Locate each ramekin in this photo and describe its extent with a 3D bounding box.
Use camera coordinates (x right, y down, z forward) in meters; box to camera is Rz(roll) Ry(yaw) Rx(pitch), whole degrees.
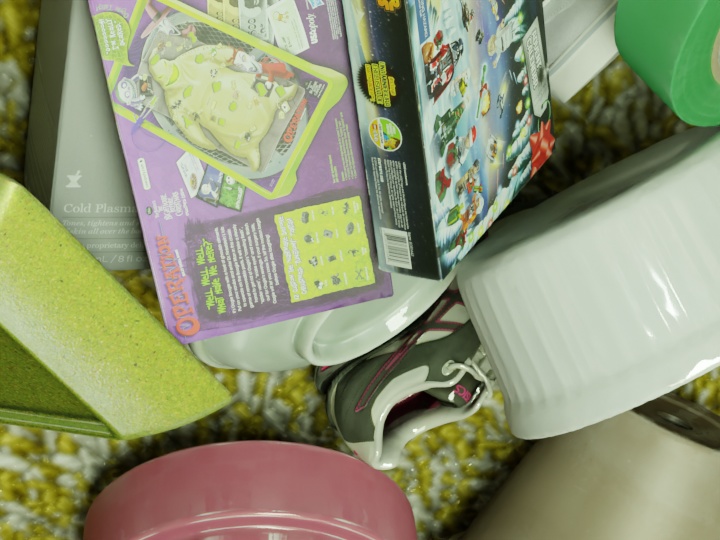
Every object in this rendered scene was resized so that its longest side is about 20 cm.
[{"bbox_3d":[0.148,-0.001,1.332,0.200,0.200,0.098,-27,95,2],"label":"ramekin"}]

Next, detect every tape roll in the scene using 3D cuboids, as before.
[{"bbox_3d":[0.216,-0.161,1.244,0.200,0.048,0.201,-33,155,-18],"label":"tape roll"}]

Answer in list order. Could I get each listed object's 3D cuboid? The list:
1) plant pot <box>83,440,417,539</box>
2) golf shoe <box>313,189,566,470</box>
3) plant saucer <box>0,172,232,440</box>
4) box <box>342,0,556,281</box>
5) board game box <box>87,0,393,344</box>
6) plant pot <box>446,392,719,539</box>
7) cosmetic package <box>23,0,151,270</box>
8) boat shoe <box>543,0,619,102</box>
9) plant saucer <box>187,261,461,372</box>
[{"bbox_3d":[-0.061,0.224,1.447,0.199,0.180,0.200,-3,144,-2],"label":"plant pot"},{"bbox_3d":[0.068,0.038,1.445,0.200,0.088,0.077,-40,129,10],"label":"golf shoe"},{"bbox_3d":[-0.196,0.024,1.270,0.200,0.199,0.048,48,57,-40],"label":"plant saucer"},{"bbox_3d":[0.045,-0.115,1.235,0.040,0.137,0.201,11,127,27],"label":"box"},{"bbox_3d":[-0.057,-0.062,1.222,0.119,0.032,0.201,-15,123,-8],"label":"board game box"},{"bbox_3d":[0.158,0.164,1.532,0.199,0.200,0.174,16,104,-30],"label":"plant pot"},{"bbox_3d":[-0.108,-0.103,1.264,0.106,0.090,0.201,-3,131,-16],"label":"cosmetic package"},{"bbox_3d":[0.143,-0.172,1.297,0.072,0.069,0.200,-43,175,-43],"label":"boat shoe"},{"bbox_3d":[0.000,0.000,1.353,0.200,0.050,0.200,-31,159,-13],"label":"plant saucer"}]
